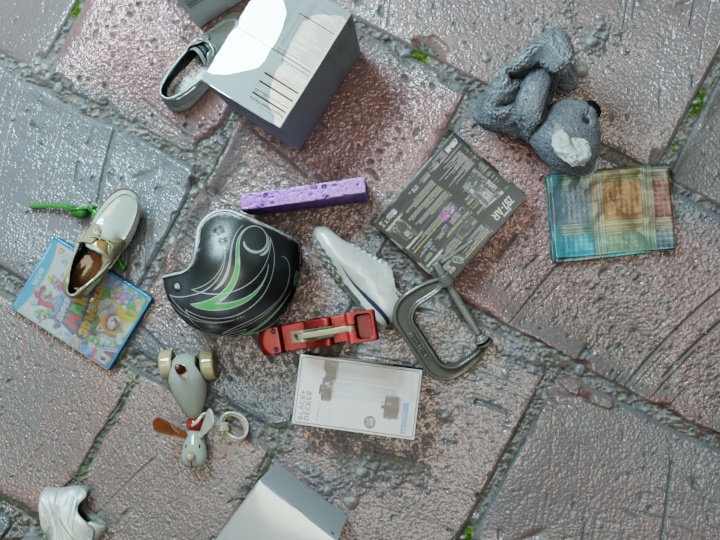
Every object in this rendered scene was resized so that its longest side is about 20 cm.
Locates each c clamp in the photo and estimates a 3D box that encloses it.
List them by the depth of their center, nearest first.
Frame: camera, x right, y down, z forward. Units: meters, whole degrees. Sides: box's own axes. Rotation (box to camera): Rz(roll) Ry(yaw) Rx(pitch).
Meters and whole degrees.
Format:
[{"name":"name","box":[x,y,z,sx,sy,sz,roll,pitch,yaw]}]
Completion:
[{"name":"c clamp","box":[0.145,0.075,1.359,0.171,0.027,0.200,-27,108,-1]}]

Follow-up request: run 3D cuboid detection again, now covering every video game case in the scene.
[{"name":"video game case","box":[-0.468,0.055,1.436,0.200,0.018,0.143,32,91,5]}]

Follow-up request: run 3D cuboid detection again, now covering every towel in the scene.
[{"name":"towel","box":[0.402,-0.094,1.376,0.199,0.022,0.147,-6,88,4]}]

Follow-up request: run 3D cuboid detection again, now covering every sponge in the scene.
[{"name":"sponge","box":[-0.087,-0.117,1.368,0.199,0.112,0.030,-7,89,3]}]

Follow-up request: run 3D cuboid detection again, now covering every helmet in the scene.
[{"name":"helmet","box":[-0.201,0.012,1.336,0.200,0.200,0.191,23,86,5]}]

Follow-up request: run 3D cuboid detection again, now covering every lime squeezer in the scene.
[{"name":"lime squeezer","box":[-0.463,-0.082,1.439,0.200,0.038,0.071,33,122,4]}]

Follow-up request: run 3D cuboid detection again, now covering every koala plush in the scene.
[{"name":"koala plush","box":[0.294,-0.229,1.315,0.184,0.177,0.200,-38,80,12]}]

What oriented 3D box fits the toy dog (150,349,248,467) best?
[{"name":"toy dog","box":[-0.276,0.216,1.377,0.132,0.096,0.200,-25,86,3]}]

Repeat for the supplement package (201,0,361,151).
[{"name":"supplement package","box":[-0.116,-0.323,1.337,0.147,0.191,0.200,32,90,5]}]

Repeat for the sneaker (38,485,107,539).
[{"name":"sneaker","box":[-0.462,0.448,1.394,0.099,0.078,0.201,-11,88,0]}]

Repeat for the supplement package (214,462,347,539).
[{"name":"supplement package","box":[-0.143,0.437,1.332,0.152,0.151,0.200,36,91,5]}]

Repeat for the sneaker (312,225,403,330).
[{"name":"sneaker","box":[0.000,0.000,1.385,0.080,0.076,0.200,-40,90,-9]}]

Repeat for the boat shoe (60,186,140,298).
[{"name":"boat shoe","box":[-0.417,-0.041,1.384,0.075,0.068,0.200,28,94,-14]}]

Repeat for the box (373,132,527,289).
[{"name":"box","box":[0.145,-0.096,1.384,0.160,0.044,0.200,41,91,4]}]

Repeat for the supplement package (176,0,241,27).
[{"name":"supplement package","box":[-0.245,-0.499,1.348,0.156,0.200,0.111,-31,86,3]}]

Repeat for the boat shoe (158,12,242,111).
[{"name":"boat shoe","box":[-0.256,-0.348,1.408,0.070,0.072,0.201,42,91,4]}]

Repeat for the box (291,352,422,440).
[{"name":"box","box":[-0.005,0.202,1.376,0.199,0.060,0.117,8,88,5]}]

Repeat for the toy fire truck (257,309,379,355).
[{"name":"toy fire truck","box":[-0.070,0.100,1.344,0.199,0.141,0.049,-10,87,4]}]
